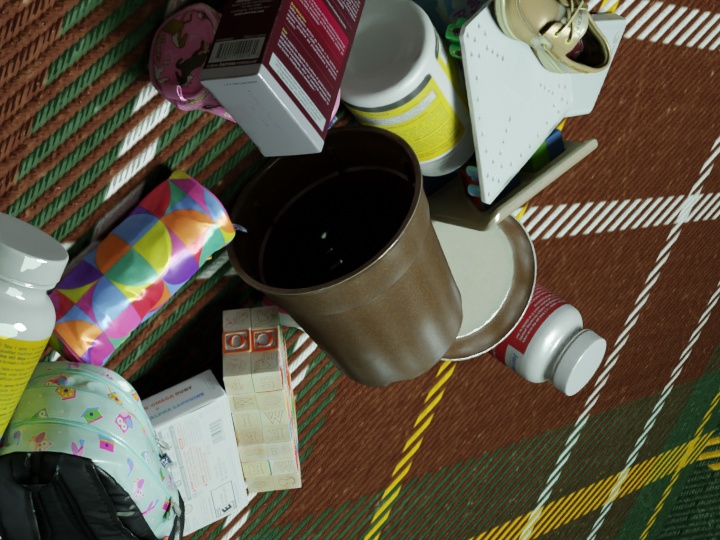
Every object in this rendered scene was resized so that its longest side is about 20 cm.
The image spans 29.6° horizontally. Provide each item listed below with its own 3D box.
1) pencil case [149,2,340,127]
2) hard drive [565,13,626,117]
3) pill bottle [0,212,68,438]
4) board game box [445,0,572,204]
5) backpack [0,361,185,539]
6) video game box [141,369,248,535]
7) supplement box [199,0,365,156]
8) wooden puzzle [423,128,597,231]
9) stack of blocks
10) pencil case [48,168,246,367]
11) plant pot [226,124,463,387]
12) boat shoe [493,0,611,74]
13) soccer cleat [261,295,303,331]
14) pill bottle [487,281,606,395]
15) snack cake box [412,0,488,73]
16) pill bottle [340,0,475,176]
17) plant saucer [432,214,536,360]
[{"bbox_3d":[-0.098,-0.167,1.180,0.082,0.087,0.199,-27,160,25],"label":"pencil case"},{"bbox_3d":[0.246,-0.247,1.665,0.199,0.027,0.133,-16,132,-50],"label":"hard drive"},{"bbox_3d":[-0.307,0.059,1.059,0.112,0.112,0.201,11,111,-59],"label":"pill bottle"},{"bbox_3d":[0.154,-0.203,1.375,0.200,0.026,0.201,-47,139,-37],"label":"board game box"},{"bbox_3d":[-0.244,0.174,1.178,0.201,0.165,0.127,77,10,-50],"label":"backpack"},{"bbox_3d":[-0.212,0.210,1.377,0.181,0.047,0.201,-26,141,-19],"label":"video game box"},{"bbox_3d":[-0.055,-0.207,1.116,0.109,0.060,0.201,49,49,-48],"label":"supplement box"},{"bbox_3d":[0.130,-0.113,1.484,0.185,0.199,0.047,-37,118,-31],"label":"wooden puzzle"},{"bbox_3d":[-0.103,0.126,1.421,0.058,0.116,0.201,-6,137,-1],"label":"stack of blocks"},{"bbox_3d":[-0.196,0.002,1.202,0.200,0.088,0.089,-44,149,-17],"label":"pencil case"},{"bbox_3d":[0.000,0.000,1.329,0.200,0.200,0.199,-47,136,-15],"label":"plant pot"},{"bbox_3d":[0.192,-0.245,1.329,0.200,0.066,0.075,20,85,-59],"label":"boat shoe"},{"bbox_3d":[-0.038,0.050,1.493,0.199,0.070,0.087,-13,126,-52],"label":"soccer cleat"},{"bbox_3d":[0.212,0.072,1.754,0.112,0.199,0.113,-38,147,-30],"label":"pill bottle"},{"bbox_3d":[0.109,-0.278,1.386,0.115,0.067,0.200,-50,151,-14],"label":"snack cake box"},{"bbox_3d":[0.048,-0.176,1.352,0.115,0.114,0.200,-53,151,-4],"label":"pill bottle"},{"bbox_3d":[0.122,0.011,1.659,0.198,0.032,0.202,-7,109,-22],"label":"plant saucer"}]
